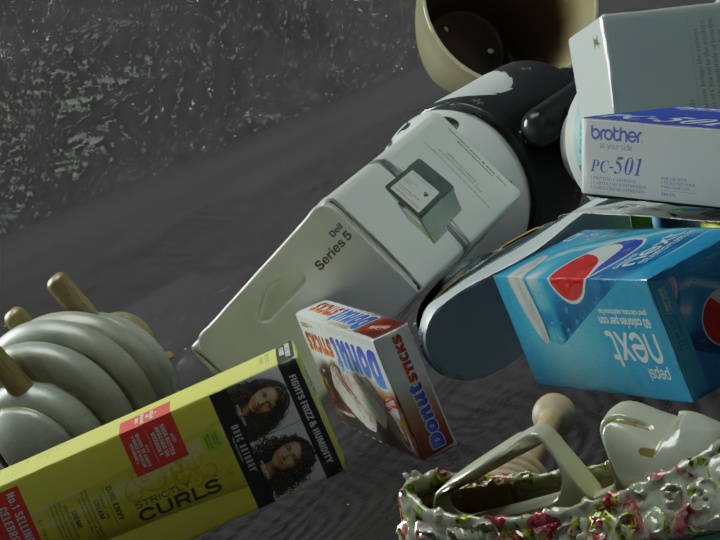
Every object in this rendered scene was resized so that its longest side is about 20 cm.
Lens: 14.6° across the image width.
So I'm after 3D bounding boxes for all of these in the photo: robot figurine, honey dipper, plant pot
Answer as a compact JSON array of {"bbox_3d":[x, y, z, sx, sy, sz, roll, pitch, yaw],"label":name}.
[{"bbox_3d":[0.097,-0.075,1.976,0.124,0.151,0.200,24,35,28],"label":"robot figurine"},{"bbox_3d":[0.078,0.088,1.320,0.038,0.038,0.200,-22,7,14],"label":"honey dipper"},{"bbox_3d":[0.132,-0.255,2.931,0.186,0.188,0.200,-26,-6,-16],"label":"plant pot"}]

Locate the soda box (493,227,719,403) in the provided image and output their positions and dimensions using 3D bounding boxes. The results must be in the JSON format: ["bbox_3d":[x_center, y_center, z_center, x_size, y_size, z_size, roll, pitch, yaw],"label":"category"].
[{"bbox_3d":[0.142,0.021,1.449,0.064,0.068,0.200,-26,9,-18],"label":"soda box"}]

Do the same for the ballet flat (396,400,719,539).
[{"bbox_3d":[0.096,0.090,1.155,0.199,0.064,0.076,-19,9,26],"label":"ballet flat"}]

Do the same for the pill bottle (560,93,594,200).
[{"bbox_3d":[0.203,-0.088,1.816,0.110,0.111,0.200,-27,8,-21],"label":"pill bottle"}]

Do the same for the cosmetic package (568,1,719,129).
[{"bbox_3d":[0.233,-0.107,1.678,0.198,0.102,0.071,-7,-5,-13],"label":"cosmetic package"}]

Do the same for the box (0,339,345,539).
[{"bbox_3d":[-0.112,0.114,1.559,0.199,0.076,0.050,-23,8,2],"label":"box"}]

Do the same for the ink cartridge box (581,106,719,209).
[{"bbox_3d":[0.219,-0.056,1.452,0.199,0.045,0.094,7,11,41],"label":"ink cartridge box"}]

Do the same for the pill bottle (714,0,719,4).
[{"bbox_3d":[0.323,-0.154,1.878,0.115,0.116,0.200,-27,8,-22],"label":"pill bottle"}]

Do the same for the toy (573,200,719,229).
[{"bbox_3d":[0.217,-0.015,1.495,0.114,0.048,0.200,-8,13,-32],"label":"toy"}]

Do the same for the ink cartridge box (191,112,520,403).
[{"bbox_3d":[0.000,0.000,1.763,0.146,0.084,0.200,-47,-3,28],"label":"ink cartridge box"}]

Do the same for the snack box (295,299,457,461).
[{"bbox_3d":[0.007,0.059,1.572,0.024,0.072,0.200,-23,8,-11],"label":"snack box"}]

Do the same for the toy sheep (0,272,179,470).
[{"bbox_3d":[-0.181,0.088,1.721,0.137,0.138,0.200,-17,21,37],"label":"toy sheep"}]

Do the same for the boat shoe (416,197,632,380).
[{"bbox_3d":[0.121,-0.004,1.648,0.199,0.071,0.091,-25,10,0],"label":"boat shoe"}]
